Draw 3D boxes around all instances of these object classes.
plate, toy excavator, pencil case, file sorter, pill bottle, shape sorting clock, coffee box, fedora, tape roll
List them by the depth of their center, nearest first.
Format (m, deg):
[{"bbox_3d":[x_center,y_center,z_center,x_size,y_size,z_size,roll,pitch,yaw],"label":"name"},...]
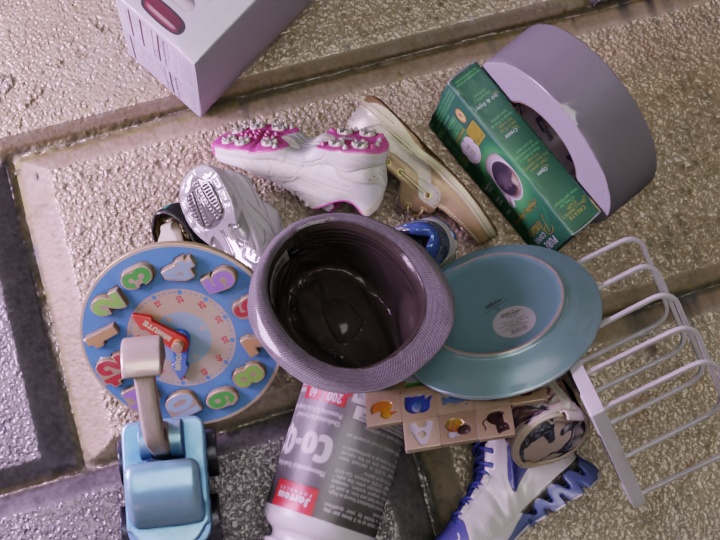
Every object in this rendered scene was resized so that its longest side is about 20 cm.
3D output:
[{"bbox_3d":[-0.010,0.044,1.092,0.199,0.091,0.177,39,67,23],"label":"fedora"},{"bbox_3d":[-0.184,0.168,1.101,0.098,0.200,0.197,-5,79,-6],"label":"toy excavator"},{"bbox_3d":[0.127,0.038,1.113,0.198,0.026,0.201,-12,40,10],"label":"plate"},{"bbox_3d":[0.260,0.088,1.121,0.123,0.139,0.201,-26,37,7],"label":"file sorter"},{"bbox_3d":[0.153,0.098,1.135,0.077,0.090,0.201,5,36,-21],"label":"pencil case"},{"bbox_3d":[-0.173,0.065,1.140,0.197,0.039,0.202,2,119,3],"label":"shape sorting clock"},{"bbox_3d":[-0.028,0.205,1.150,0.113,0.114,0.202,18,77,-1],"label":"pill bottle"},{"bbox_3d":[0.206,-0.146,1.195,0.066,0.200,0.201,-38,84,-10],"label":"tape roll"},{"bbox_3d":[0.156,-0.109,1.226,0.044,0.123,0.201,-37,82,-14],"label":"coffee box"}]

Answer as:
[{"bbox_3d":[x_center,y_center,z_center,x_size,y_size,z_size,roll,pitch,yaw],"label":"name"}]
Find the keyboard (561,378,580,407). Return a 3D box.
[{"bbox_3d":[0.127,0.125,1.200,0.198,0.105,0.040,13,122,-18],"label":"keyboard"}]

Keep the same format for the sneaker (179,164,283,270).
[{"bbox_3d":[-0.103,-0.018,1.202,0.077,0.099,0.202,-23,86,34],"label":"sneaker"}]

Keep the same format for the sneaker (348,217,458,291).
[{"bbox_3d":[0.000,0.000,1.194,0.199,0.085,0.078,-29,81,9],"label":"sneaker"}]

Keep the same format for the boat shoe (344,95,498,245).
[{"bbox_3d":[0.060,-0.093,1.245,0.066,0.074,0.200,-45,86,4],"label":"boat shoe"}]

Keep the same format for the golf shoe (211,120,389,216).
[{"bbox_3d":[-0.064,-0.102,1.221,0.198,0.075,0.093,8,121,24],"label":"golf shoe"}]

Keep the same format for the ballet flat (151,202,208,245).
[{"bbox_3d":[-0.178,0.028,1.195,0.067,0.068,0.202,-20,78,17],"label":"ballet flat"}]

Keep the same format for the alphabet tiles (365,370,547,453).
[{"bbox_3d":[0.084,0.085,1.109,0.164,0.006,0.201,-10,42,6],"label":"alphabet tiles"}]

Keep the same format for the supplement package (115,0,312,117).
[{"bbox_3d":[-0.140,-0.286,1.218,0.111,0.156,0.200,41,78,4],"label":"supplement package"}]

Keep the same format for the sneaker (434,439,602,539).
[{"bbox_3d":[0.133,0.214,1.186,0.198,0.081,0.116,-31,79,-17],"label":"sneaker"}]
